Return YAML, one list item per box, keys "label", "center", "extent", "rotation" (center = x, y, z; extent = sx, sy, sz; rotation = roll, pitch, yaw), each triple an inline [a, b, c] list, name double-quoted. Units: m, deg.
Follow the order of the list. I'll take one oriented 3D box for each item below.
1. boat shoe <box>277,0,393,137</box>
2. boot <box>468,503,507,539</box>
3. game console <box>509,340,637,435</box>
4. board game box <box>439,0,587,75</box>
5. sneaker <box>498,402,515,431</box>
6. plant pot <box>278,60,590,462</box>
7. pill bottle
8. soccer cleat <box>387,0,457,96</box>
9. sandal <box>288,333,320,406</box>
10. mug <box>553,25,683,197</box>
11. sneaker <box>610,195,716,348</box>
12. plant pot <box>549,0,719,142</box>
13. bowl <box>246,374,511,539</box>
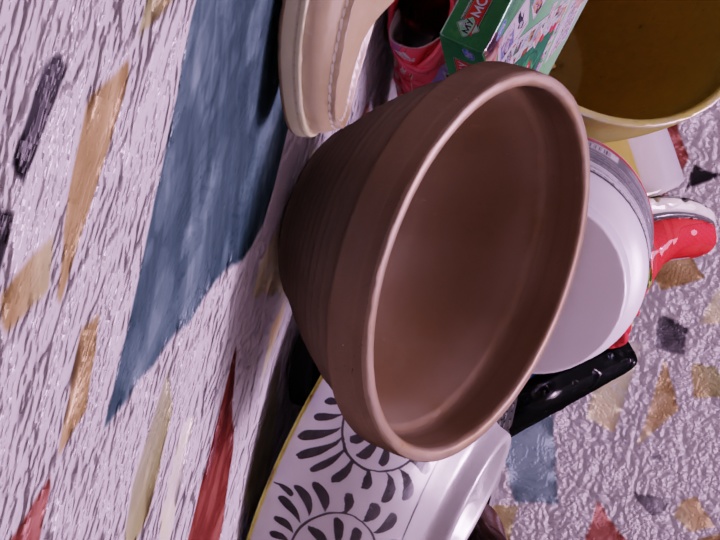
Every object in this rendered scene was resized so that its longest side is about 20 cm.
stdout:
- label: "boat shoe"
  center: [0.010, -0.152, 1.301]
  extent: [0.072, 0.065, 0.200]
  rotation: [-42, 145, -78]
- label: "boot"
  center: [0.091, 0.243, 1.803]
  extent: [0.200, 0.064, 0.187]
  rotation: [-134, -152, -69]
- label: "game console"
  center: [0.070, 0.059, 1.936]
  extent: [0.200, 0.116, 0.176]
  rotation: [-33, 172, 35]
- label: "board game box"
  center: [0.106, -0.178, 1.620]
  extent: [0.200, 0.029, 0.135]
  rotation: [-62, 164, -16]
- label: "sneaker"
  center: [0.025, 0.124, 1.749]
  extent: [0.200, 0.085, 0.077]
  rotation: [-60, 171, 9]
- label: "plant pot"
  center: [0.024, -0.014, 1.458]
  extent: [0.201, 0.093, 0.201]
  rotation: [-38, 138, -44]
- label: "pill bottle"
  center: [0.103, -0.009, 1.635]
  extent: [0.200, 0.116, 0.116]
  rotation: [-55, 158, -77]
- label: "soccer cleat"
  center: [0.039, -0.126, 1.649]
  extent: [0.076, 0.067, 0.200]
  rotation: [-46, 159, -31]
- label: "sandal"
  center: [0.000, 0.000, 1.663]
  extent: [0.200, 0.045, 0.075]
  rotation: [-49, 150, -43]
- label: "mug"
  center: [0.123, -0.113, 1.926]
  extent: [0.187, 0.149, 0.153]
  rotation: [-57, 135, -80]
- label: "sneaker"
  center: [0.155, 0.006, 1.861]
  extent: [0.200, 0.077, 0.085]
  rotation: [-14, 83, -43]
- label: "plant pot"
  center: [0.121, -0.156, 1.794]
  extent: [0.142, 0.200, 0.200]
  rotation: [-39, -150, 60]
- label: "bowl"
  center: [0.022, 0.109, 1.625]
  extent: [0.201, 0.094, 0.201]
  rotation: [-59, 168, -20]
